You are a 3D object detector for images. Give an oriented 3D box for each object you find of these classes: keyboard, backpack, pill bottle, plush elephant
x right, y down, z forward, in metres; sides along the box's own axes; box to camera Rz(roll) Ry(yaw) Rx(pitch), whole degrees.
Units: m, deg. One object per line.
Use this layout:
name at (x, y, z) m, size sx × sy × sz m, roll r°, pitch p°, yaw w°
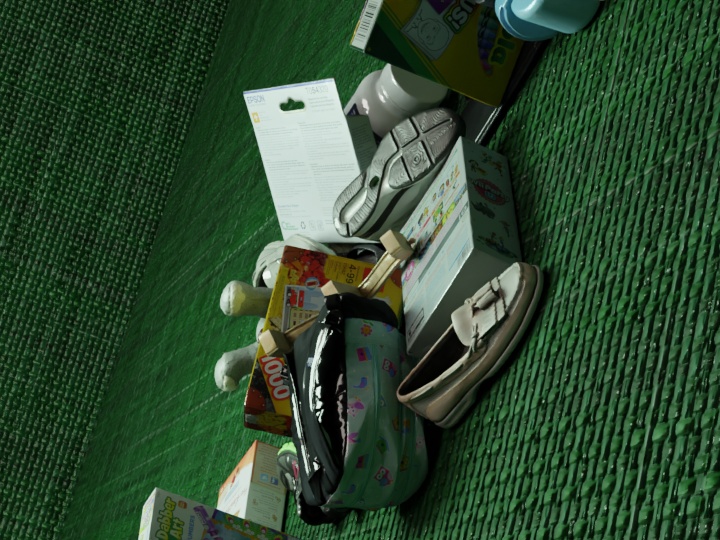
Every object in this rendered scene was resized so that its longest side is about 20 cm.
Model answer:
keyboard at (0.154, -0.219, 1.689) m, size 0.201 × 0.020 × 0.128 m, roll -58°, pitch 25°, yaw 31°
backpack at (-0.005, 0.143, 1.520) m, size 0.167 × 0.125 × 0.202 m, roll 120°, pitch 149°, yaw -57°
pill bottle at (0.029, -0.182, 1.885) m, size 0.200 × 0.110 × 0.112 m, roll -52°, pitch 23°, yaw 46°
plush elephant at (-0.067, 0.112, 1.790) m, size 0.155 × 0.198 × 0.166 m, roll 59°, pitch 144°, yaw 42°

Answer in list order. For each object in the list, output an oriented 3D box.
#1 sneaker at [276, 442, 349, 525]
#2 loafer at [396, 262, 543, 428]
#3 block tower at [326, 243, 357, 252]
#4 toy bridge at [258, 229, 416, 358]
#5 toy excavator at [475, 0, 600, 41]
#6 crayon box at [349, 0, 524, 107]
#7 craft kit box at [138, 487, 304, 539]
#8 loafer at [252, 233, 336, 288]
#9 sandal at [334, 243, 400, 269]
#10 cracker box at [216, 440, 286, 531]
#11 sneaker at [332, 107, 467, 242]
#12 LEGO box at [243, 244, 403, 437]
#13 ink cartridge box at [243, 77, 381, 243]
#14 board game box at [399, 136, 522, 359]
sneaker at (-0.057, 0.246, 1.702) m, size 0.084 × 0.076 × 0.200 m, roll -68°, pitch 14°, yaw -13°
loafer at (0.102, 0.069, 1.419) m, size 0.072 × 0.062 × 0.201 m, roll -91°, pitch 27°, yaw -54°
block tower at (-0.020, -0.009, 1.902) m, size 0.201 × 0.058 × 0.054 m, roll -58°, pitch -10°, yaw 30°
toy bridge at (-0.017, 0.027, 1.597) m, size 0.200 × 0.067 × 0.027 m, roll -39°, pitch 68°, yaw 17°
toy excavator at (0.215, -0.294, 1.482) m, size 0.195 × 0.099 × 0.201 m, roll -62°, pitch 30°, yaw 31°
crayon box at (0.105, -0.302, 1.610) m, size 0.202 × 0.171 × 0.058 m, roll -69°, pitch 22°, yaw 8°
craft kit box at (-0.160, 0.360, 1.680) m, size 0.201 × 0.196 × 0.049 m, roll -91°, pitch 26°, yaw -51°
loafer at (-0.083, 0.000, 1.831) m, size 0.070 × 0.070 × 0.200 m, roll -62°, pitch 14°, yaw -14°
sandal at (0.000, 0.001, 1.793) m, size 0.199 × 0.043 × 0.077 m, roll -15°, pitch 64°, yaw 48°
cracker box at (-0.148, 0.340, 1.918) m, size 0.134 × 0.057 × 0.201 m, roll 126°, pitch 158°, yaw -43°
sneaker at (0.068, -0.102, 1.670) m, size 0.200 × 0.115 × 0.076 m, roll -42°, pitch 54°, yaw 31°
LEGO box at (-0.038, 0.090, 1.674) m, size 0.077 × 0.147 × 0.202 m, roll 98°, pitch -176°, yaw -64°
ink cartridge box at (-0.049, -0.131, 1.796) m, size 0.196 × 0.043 × 0.202 m, roll 2°, pitch 110°, yaw 53°
board game box at (0.100, -0.020, 1.539) m, size 0.148 × 0.064 × 0.201 m, roll -58°, pitch 21°, yaw 33°
